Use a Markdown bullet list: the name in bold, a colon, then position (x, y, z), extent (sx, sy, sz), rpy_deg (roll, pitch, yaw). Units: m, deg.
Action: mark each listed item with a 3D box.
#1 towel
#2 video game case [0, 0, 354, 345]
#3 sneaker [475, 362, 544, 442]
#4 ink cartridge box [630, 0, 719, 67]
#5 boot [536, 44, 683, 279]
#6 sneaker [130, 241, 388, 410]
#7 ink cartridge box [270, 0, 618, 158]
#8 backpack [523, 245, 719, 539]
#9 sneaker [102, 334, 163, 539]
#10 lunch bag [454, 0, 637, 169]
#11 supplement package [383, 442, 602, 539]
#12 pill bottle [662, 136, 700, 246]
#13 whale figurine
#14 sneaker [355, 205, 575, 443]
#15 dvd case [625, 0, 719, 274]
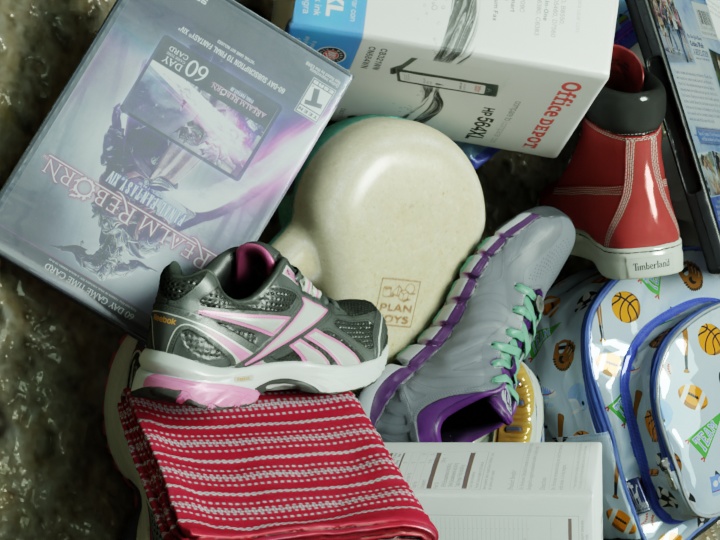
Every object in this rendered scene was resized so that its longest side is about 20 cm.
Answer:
- **towel**: position (-0.049, 0.107, 1.426), extent (0.144, 0.200, 0.023), rpy_deg (-1, 111, -15)
- **video game case**: position (-0.114, -0.066, 1.523), extent (0.143, 0.019, 0.200), rpy_deg (31, 80, -6)
- **sneaker**: position (0.085, 0.157, 1.679), extent (0.088, 0.075, 0.200), rpy_deg (28, 76, -70)
- **ink cartridge box**: position (0.259, -0.240, 1.921), extent (0.145, 0.084, 0.200), rpy_deg (29, 63, -33)
- **boot**: position (0.161, -0.081, 1.718), extent (0.072, 0.200, 0.144), rpy_deg (-8, 100, -11)
- **sneaker**: position (-0.048, 0.026, 1.499), extent (0.200, 0.080, 0.086), rpy_deg (-10, 108, -58)
- **ink cartridge box**: position (0.048, -0.145, 1.624), extent (0.200, 0.146, 0.084), rpy_deg (9, 71, -6)
- **backpack**: position (0.201, 0.082, 1.748), extent (0.200, 0.154, 0.191), rpy_deg (-28, 94, -40)
- **sneaker**: position (-0.097, 0.120, 1.532), extent (0.081, 0.075, 0.200), rpy_deg (1, 78, -40)
- **lunch bag**: position (0.084, -0.174, 1.767), extent (0.200, 0.094, 0.151), rpy_deg (-41, 105, -25)
- **supplement package**: position (0.037, 0.163, 1.488), extent (0.110, 0.200, 0.114), rpy_deg (-58, 147, -76)
- **pill bottle**: position (0.304, -0.030, 1.888), extent (0.200, 0.113, 0.113), rpy_deg (36, 58, -27)
- **whale figurine**: position (0.000, 0.000, 1.646), extent (0.159, 0.104, 0.200), rpy_deg (4, 100, -31)
- **sneaker**: position (0.085, 0.053, 1.610), extent (0.200, 0.088, 0.074), rpy_deg (-50, 141, -11)
- **dvd case**: position (0.230, -0.095, 1.740), extent (0.143, 0.018, 0.200), rpy_deg (-2, 75, -65)
